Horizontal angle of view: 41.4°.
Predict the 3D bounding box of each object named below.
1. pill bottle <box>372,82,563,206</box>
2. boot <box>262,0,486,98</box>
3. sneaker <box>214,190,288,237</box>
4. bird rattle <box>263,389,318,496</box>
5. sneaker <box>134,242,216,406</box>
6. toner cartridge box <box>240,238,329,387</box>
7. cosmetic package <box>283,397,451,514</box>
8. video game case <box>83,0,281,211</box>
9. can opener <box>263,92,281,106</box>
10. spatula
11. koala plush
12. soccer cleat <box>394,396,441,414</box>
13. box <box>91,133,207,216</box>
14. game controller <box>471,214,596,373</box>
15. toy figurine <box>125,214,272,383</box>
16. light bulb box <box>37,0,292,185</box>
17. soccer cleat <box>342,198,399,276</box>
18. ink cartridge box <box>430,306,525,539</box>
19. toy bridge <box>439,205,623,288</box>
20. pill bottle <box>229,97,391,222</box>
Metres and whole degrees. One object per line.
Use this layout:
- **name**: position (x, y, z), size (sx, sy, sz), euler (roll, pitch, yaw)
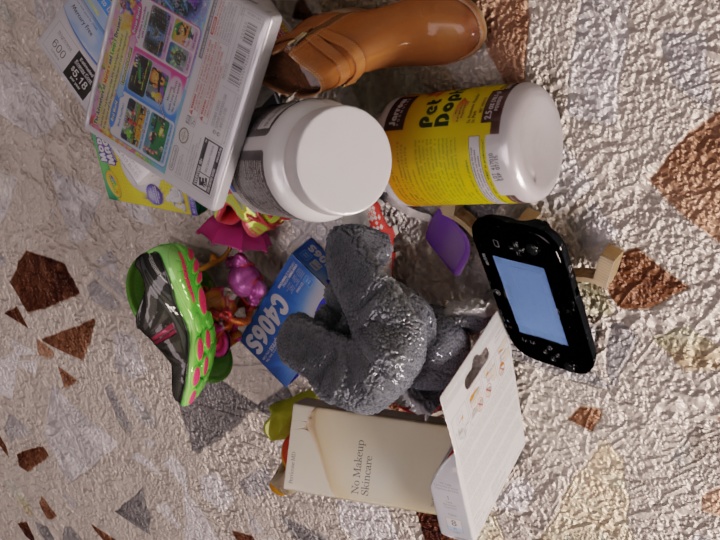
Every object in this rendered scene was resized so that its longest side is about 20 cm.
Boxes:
- **pill bottle**: position (0.088, -0.119, 0.926), size (0.197, 0.109, 0.111), euler (1, 118, 38)
- **boot**: position (0.007, -0.207, 0.902), size (0.197, 0.154, 0.075), euler (5, 120, 36)
- **sneaker**: position (-0.099, -0.080, 1.104), size (0.198, 0.078, 0.092), euler (7, 78, 45)
- **bird rattle**: position (-0.052, 0.218, 1.233), size (0.112, 0.164, 0.199), euler (38, 147, -14)
- **sneaker**: position (-0.229, 0.065, 1.162), size (0.082, 0.077, 0.204), euler (-3, 103, 18)
- **toner cartridge box**: position (-0.081, 0.059, 1.225), size (0.095, 0.043, 0.201), euler (42, 135, 7)
- **cosmetic package**: position (0.017, 0.215, 1.112), size (0.196, 0.073, 0.106), euler (6, 89, 10)
- **video game case**: position (-0.178, -0.189, 0.921), size (0.180, 0.024, 0.203), euler (32, 118, 19)
- **can opener**: position (-0.151, -0.229, 1.096), size (0.203, 0.078, 0.063), euler (66, 171, -9)
- **spatula**: position (0.045, -0.075, 1.053), size (0.199, 0.021, 0.057), euler (40, 139, 13)
- **koala plush**: position (0.046, 0.079, 1.018), size (0.179, 0.198, 0.184), euler (-59, 42, 14)
- **soccer cleat**: position (0.015, 0.111, 1.143), size (0.197, 0.067, 0.077), euler (27, 137, -1)
- **box**: position (-0.283, -0.146, 1.257), size (0.197, 0.048, 0.119), euler (12, 124, 35)
- **game controller**: position (0.177, 0.026, 0.963), size (0.103, 0.042, 0.202), euler (8, 137, 37)
- **toy figurine**: position (-0.179, 0.016, 1.213), size (0.183, 0.149, 0.202), euler (-38, 78, 37)
- **light bulb box**: position (-0.198, -0.235, 1.007), size (0.199, 0.124, 0.199), euler (-40, 86, 30)
- **soccer cleat**: position (0.000, 0.000, 1.083), size (0.068, 0.084, 0.203), euler (31, 139, 51)
- **ink cartridge box**: position (0.120, 0.164, 1.033), size (0.047, 0.160, 0.203), euler (5, 126, 32)
- **toy bridge**: position (0.167, -0.029, 0.978), size (0.198, 0.027, 0.068), euler (26, 132, 23)
- **pill bottle**: position (-0.054, -0.106, 0.919), size (0.199, 0.113, 0.115), euler (15, 131, 64)
